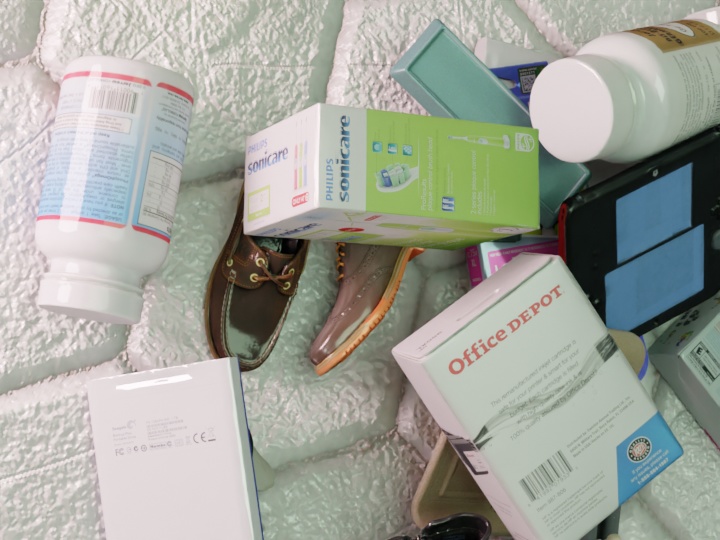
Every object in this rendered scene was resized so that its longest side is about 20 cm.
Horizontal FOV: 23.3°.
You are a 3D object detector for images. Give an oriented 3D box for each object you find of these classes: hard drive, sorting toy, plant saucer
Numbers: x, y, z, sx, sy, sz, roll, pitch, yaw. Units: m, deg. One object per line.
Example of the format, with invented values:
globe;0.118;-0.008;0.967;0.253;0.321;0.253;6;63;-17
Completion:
hard drive;-0.146;0.178;1.395;0.131;0.025;0.201;-10;85;20
sorting toy;0.144;0.136;1.520;0.185;0.036;0.201;8;108;-35
plant saucer;0.118;-0.128;1.517;0.200;0.019;0.070;44;73;-12
hard drive;0.189;-0.126;1.611;0.199;0.026;0.132;14;80;-22

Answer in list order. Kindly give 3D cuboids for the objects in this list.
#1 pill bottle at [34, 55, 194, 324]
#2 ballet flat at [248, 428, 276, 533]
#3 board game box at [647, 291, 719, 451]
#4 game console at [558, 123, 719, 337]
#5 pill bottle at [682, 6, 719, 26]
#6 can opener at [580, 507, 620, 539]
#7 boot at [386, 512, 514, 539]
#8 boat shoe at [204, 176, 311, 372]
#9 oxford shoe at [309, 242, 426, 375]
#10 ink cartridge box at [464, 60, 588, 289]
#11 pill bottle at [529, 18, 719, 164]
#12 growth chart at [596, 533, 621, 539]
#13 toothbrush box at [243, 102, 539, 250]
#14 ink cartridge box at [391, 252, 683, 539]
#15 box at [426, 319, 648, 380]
pill bottle;-0.200;-0.063;1.395;0.108;0.109;0.201;13;81;-22
ballet flat;-0.111;0.193;1.440;0.068;0.068;0.201;7;93;-32
board game box;0.391;0.068;1.661;0.200;0.064;0.148;-43;103;-19
game console;0.255;-0.022;1.538;0.200;0.031;0.177;-26;134;-25
pill bottle;0.363;-0.146;1.639;0.113;0.113;0.201;-8;89;-23
can opener;0.213;0.193;1.532;0.052;0.066;0.201;-14;125;-29
boot;0.105;0.248;1.473;0.199;0.132;0.070;-23;53;-18
boat shoe;-0.081;-0.014;1.464;0.070;0.070;0.201;13;82;-25
oxford shoe;0.000;0.000;1.504;0.073;0.071;0.200;35;65;-7
ink cartridge box;0.141;-0.086;1.552;0.119;0.042;0.201;-9;86;-20
pill bottle;0.243;-0.154;1.529;0.200;0.114;0.115;-17;92;-44
growth chart;0.135;0.309;1.495;0.144;0.018;0.201;-3;128;-29
toothbrush box;0.024;-0.071;1.401;0.199;0.145;0.087;6;81;-27
ink cartridge box;0.142;0.105;1.403;0.144;0.084;0.200;-36;102;-12
box;0.166;0.078;1.578;0.199;0.041;0.120;-14;91;-26
